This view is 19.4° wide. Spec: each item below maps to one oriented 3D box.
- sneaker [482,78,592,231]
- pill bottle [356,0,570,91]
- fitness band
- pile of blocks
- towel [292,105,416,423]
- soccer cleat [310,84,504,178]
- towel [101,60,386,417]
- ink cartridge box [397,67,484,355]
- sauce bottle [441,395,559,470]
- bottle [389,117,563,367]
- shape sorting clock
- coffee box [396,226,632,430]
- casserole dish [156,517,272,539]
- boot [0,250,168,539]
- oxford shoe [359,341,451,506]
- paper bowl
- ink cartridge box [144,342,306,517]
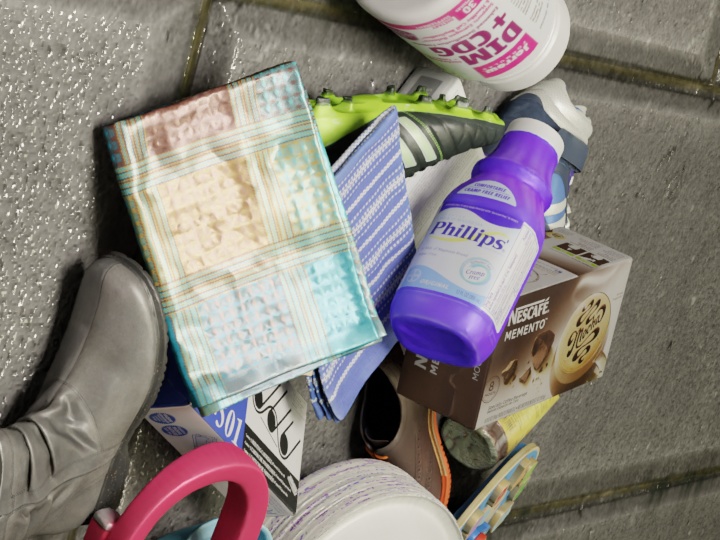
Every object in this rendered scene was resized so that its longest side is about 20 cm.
[{"bbox_3d":[0.165,-0.071,1.822,0.147,0.080,0.200,-50,140,-23],"label":"sneaker"},{"bbox_3d":[0.078,-0.207,1.561,0.200,0.113,0.114,26,85,-60],"label":"pill bottle"},{"bbox_3d":[-0.136,0.203,1.446,0.143,0.037,0.201,-10,132,-47],"label":"fitness band"},{"bbox_3d":[-0.099,-0.011,1.410,0.082,0.062,0.201,-33,105,-20],"label":"pile of blocks"},{"bbox_3d":[0.000,0.000,1.512,0.145,0.024,0.201,-51,148,-33],"label":"towel"},{"bbox_3d":[0.019,-0.092,1.553,0.199,0.067,0.082,-3,109,-35],"label":"soccer cleat"},{"bbox_3d":[-0.074,-0.021,1.376,0.146,0.022,0.201,-22,101,-24],"label":"towel"},{"bbox_3d":[0.044,-0.036,1.672,0.162,0.050,0.200,-53,146,-27],"label":"ink cartridge box"},{"bbox_3d":[0.152,0.104,1.925,0.200,0.064,0.065,-40,139,-38],"label":"sauce bottle"},{"bbox_3d":[0.094,-0.025,1.573,0.201,0.083,0.065,-61,152,-27],"label":"bottle"},{"bbox_3d":[0.099,0.238,1.893,0.200,0.039,0.200,-48,170,-11],"label":"shape sorting clock"},{"bbox_3d":[0.125,0.043,1.691,0.200,0.080,0.114,-15,123,-52],"label":"coffee box"},{"bbox_3d":[-0.125,0.266,1.571,0.121,0.039,0.201,-13,119,-39],"label":"casserole dish"},{"bbox_3d":[-0.196,0.093,1.336,0.131,0.070,0.201,-15,122,-54],"label":"boot"},{"bbox_3d":[0.027,0.149,1.753,0.072,0.071,0.201,-23,118,-43],"label":"oxford shoe"},{"bbox_3d":[-0.001,0.260,1.675,0.200,0.104,0.202,-21,128,-29],"label":"paper bowl"},{"bbox_3d":[-0.095,0.096,1.498,0.200,0.044,0.095,55,35,-55],"label":"ink cartridge box"}]
